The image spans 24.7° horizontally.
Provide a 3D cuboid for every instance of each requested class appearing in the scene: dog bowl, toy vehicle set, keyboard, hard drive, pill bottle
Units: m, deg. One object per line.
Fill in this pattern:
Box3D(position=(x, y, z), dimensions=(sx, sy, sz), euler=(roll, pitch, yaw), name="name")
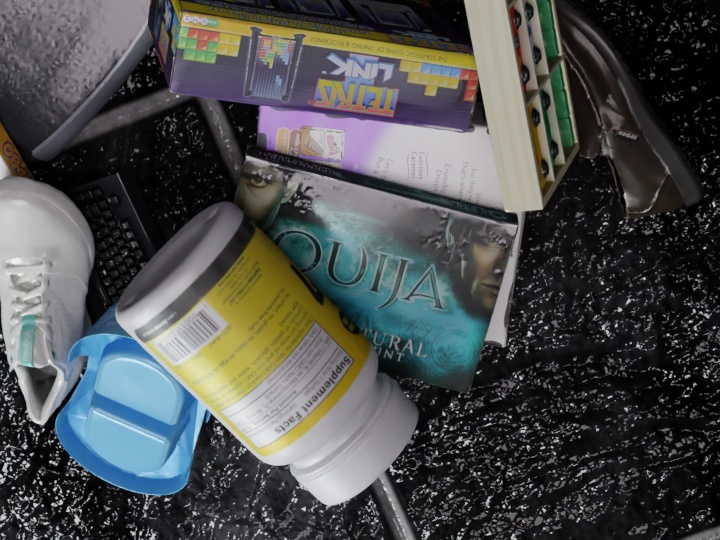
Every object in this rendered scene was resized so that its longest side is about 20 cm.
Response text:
Box3D(position=(-0.163, 0.094, 1.234), dimensions=(0.111, 0.050, 0.200), euler=(23, 140, 0), name="dog bowl")
Box3D(position=(0.103, -0.153, 1.075), dimensions=(0.026, 0.124, 0.201), euler=(-5, 112, 21), name="toy vehicle set")
Box3D(position=(-0.151, 0.016, 1.262), dimensions=(0.126, 0.021, 0.201), euler=(-19, 109, 12), name="keyboard")
Box3D(position=(-0.217, -0.184, 1.180), dimensions=(0.135, 0.042, 0.200), euler=(38, 107, -12), name="hard drive")
Box3D(position=(-0.061, 0.060, 1.124), dimensions=(0.114, 0.114, 0.200), euler=(-40, 106, 15), name="pill bottle")

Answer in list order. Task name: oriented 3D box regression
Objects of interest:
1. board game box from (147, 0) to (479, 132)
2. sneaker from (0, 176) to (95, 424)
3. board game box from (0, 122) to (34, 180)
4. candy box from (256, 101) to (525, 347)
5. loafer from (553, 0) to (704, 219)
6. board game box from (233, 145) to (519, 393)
Box3D(position=(-0.036, -0.153, 1.102), dimensions=(0.199, 0.165, 0.057), euler=(7, 112, -14), name="board game box")
Box3D(position=(-0.235, 0.027, 1.202), dimensions=(0.075, 0.089, 0.201), euler=(2, 132, 7), name="sneaker")
Box3D(position=(-0.301, -0.089, 1.200), dimensions=(0.095, 0.030, 0.201), euler=(-13, 123, 24), name="board game box")
Box3D(position=(0.020, -0.043, 1.211), dimensions=(0.199, 0.072, 0.169), euler=(7, 110, 0), name="candy box")
Box3D(position=(0.170, -0.114, 1.179), dimensions=(0.071, 0.073, 0.200), euler=(-34, 106, 12), name="loafer")
Box3D(position=(0.000, 0.000, 1.174), dimensions=(0.199, 0.028, 0.136), euler=(14, 111, -2), name="board game box")
